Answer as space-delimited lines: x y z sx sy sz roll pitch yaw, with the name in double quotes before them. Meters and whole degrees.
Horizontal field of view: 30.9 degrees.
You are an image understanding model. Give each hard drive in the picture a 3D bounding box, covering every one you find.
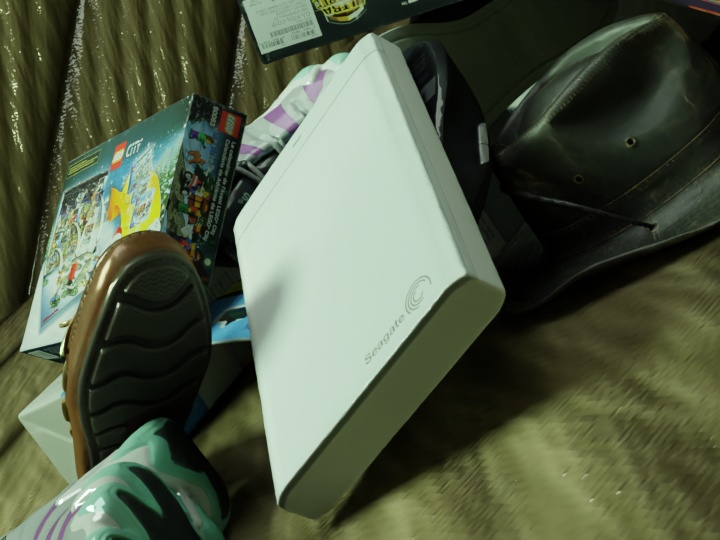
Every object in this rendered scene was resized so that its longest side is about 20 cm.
"hard drive" -0.007 -0.006 0.582 0.132 0.027 0.200 -52 30 24

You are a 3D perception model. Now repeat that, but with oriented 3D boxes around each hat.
"hat" 0.121 -0.069 0.617 0.200 0.081 0.201 -34 11 7

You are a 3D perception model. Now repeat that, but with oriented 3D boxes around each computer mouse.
"computer mouse" 0.018 -0.008 0.619 0.140 0.046 0.201 -47 32 33

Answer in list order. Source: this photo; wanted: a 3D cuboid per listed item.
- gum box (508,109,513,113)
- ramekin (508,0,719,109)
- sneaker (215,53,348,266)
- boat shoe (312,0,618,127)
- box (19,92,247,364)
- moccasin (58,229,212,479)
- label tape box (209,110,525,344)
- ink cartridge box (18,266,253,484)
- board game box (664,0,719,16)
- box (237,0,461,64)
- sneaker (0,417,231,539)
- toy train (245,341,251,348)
"gum box" 0.074 -0.120 1.046 0.200 0.045 0.170 -29 14 29
"ramekin" 0.145 -0.188 0.871 0.200 0.098 0.201 -19 23 9
"sneaker" -0.056 -0.055 0.841 0.200 0.078 0.140 -29 25 26
"boat shoe" 0.053 -0.112 0.721 0.199 0.076 0.060 -27 11 -19
"box" -0.145 -0.018 0.803 0.200 0.038 0.137 -13 61 56
"moccasin" -0.117 0.048 0.657 0.073 0.078 0.202 -16 -33 -19
"label tape box" 0.000 0.000 0.747 0.200 0.066 0.143 -44 14 -26
"ink cartridge box" -0.128 0.053 0.901 0.116 0.067 0.200 -25 16 39
"board game box" 0.211 -0.202 0.707 0.200 0.165 0.057 -48 -27 -46
"box" 0.038 -0.187 0.759 0.158 0.046 0.200 -13 19 26
"sneaker" -0.125 0.142 0.551 0.140 0.078 0.200 -38 2 1
"toy train" -0.020 -0.006 0.912 0.046 0.034 0.200 -10 25 38
